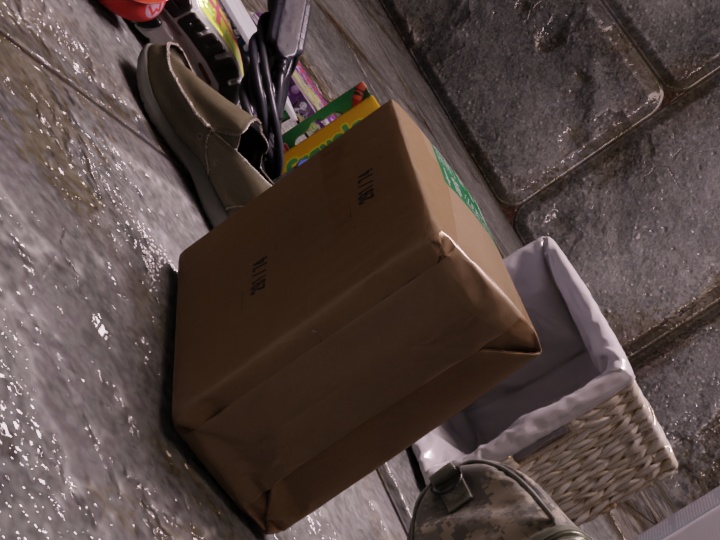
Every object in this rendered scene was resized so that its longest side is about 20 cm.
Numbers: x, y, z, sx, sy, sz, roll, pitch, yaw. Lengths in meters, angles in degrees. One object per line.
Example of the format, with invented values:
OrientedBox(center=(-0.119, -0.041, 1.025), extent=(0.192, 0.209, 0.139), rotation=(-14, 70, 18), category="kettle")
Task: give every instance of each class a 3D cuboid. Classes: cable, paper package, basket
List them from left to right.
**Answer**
OrientedBox(center=(-0.082, -0.149, 1.135), extent=(0.163, 0.050, 0.202), rotation=(113, -15, -64), category="cable")
OrientedBox(center=(-0.011, 0.020, 0.770), extent=(0.104, 0.190, 0.201), rotation=(51, 11, -25), category="paper package")
OrientedBox(center=(0.147, 0.116, 1.169), extent=(0.161, 0.197, 0.201), rotation=(52, 10, -39), category="basket")

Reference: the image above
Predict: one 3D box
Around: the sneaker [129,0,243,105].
OrientedBox(center=(-0.158, -0.225, 1.137), extent=(0.090, 0.077, 0.202), rotation=(-42, 110, -79), category="sneaker")

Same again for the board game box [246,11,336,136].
OrientedBox(center=(-0.078, -0.222, 1.578), extent=(0.201, 0.032, 0.120), rotation=(56, 7, -5), category="board game box")

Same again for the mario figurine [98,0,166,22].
OrientedBox(center=(-0.172, -0.284, 1.010), extent=(0.107, 0.122, 0.202), rotation=(-95, -176, -51), category="mario figurine")

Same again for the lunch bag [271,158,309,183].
OrientedBox(center=(0.000, 0.000, 1.079), extent=(0.160, 0.075, 0.202), rotation=(7, 57, -56), category="lunch bag")

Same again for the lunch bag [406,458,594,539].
OrientedBox(center=(0.120, 0.234, 0.856), extent=(0.200, 0.139, 0.168), rotation=(50, 13, -32), category="lunch bag")

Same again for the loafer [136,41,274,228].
OrientedBox(center=(-0.105, -0.100, 1.008), extent=(0.201, 0.069, 0.075), rotation=(59, 12, 13), category="loafer")

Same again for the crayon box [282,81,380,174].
OrientedBox(center=(-0.003, -0.068, 1.203), extent=(0.201, 0.126, 0.051), rotation=(58, 5, 14), category="crayon box")

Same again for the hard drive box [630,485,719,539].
OrientedBox(center=(0.290, 0.319, 1.187), extent=(0.157, 0.199, 0.077), rotation=(56, 12, 5), category="hard drive box")

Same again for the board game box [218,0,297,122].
OrientedBox(center=(-0.140, -0.272, 1.366), extent=(0.201, 0.026, 0.201), rotation=(59, 5, -39), category="board game box")
